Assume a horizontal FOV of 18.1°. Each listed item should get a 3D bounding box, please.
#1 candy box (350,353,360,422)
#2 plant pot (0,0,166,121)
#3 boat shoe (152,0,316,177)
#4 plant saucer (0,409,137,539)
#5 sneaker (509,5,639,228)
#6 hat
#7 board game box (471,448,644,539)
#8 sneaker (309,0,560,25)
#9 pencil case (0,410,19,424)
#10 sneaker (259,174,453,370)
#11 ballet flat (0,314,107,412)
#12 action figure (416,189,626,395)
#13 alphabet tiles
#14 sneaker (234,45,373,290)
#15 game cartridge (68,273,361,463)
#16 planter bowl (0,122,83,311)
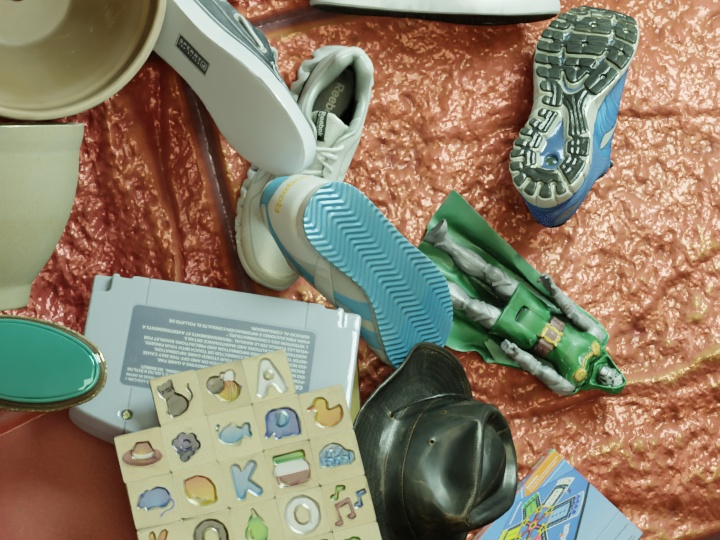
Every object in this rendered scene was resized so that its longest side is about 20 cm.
[{"bbox_3d":[-0.100,0.111,1.718,0.199,0.055,0.116,-2,87,-13],"label":"candy box"},{"bbox_3d":[-0.250,-0.210,1.681,0.200,0.093,0.202,-1,92,-16],"label":"plant pot"},{"bbox_3d":[-0.093,-0.155,1.713,0.200,0.072,0.068,45,44,17],"label":"boat shoe"},{"bbox_3d":[-0.181,0.160,1.612,0.199,0.037,0.200,-26,68,-20],"label":"plant saucer"},{"bbox_3d":[0.167,-0.122,1.791,0.078,0.089,0.200,16,64,15],"label":"sneaker"},{"bbox_3d":[0.070,0.155,1.686,0.081,0.200,0.201,4,84,31],"label":"hat"},{"bbox_3d":[0.123,0.249,1.778,0.103,0.019,0.200,43,79,-8],"label":"board game box"},{"bbox_3d":[0.062,-0.238,1.769,0.199,0.073,0.085,5,88,-11],"label":"sneaker"},{"bbox_3d":[-0.316,0.117,1.656,0.200,0.083,0.087,-43,109,-13],"label":"pencil case"},{"bbox_3d":[0.000,0.000,1.700,0.077,0.081,0.200,-48,126,-18],"label":"sneaker"},{"bbox_3d":[-0.274,0.067,1.596,0.199,0.065,0.071,7,73,4],"label":"ballet flat"},{"bbox_3d":[0.127,0.038,1.778,0.200,0.055,0.118,33,80,-11],"label":"action figure"},{"bbox_3d":[-0.076,0.162,1.576,0.166,0.006,0.201,-13,83,-11],"label":"alphabet tiles"},{"bbox_3d":[-0.041,-0.083,1.734,0.075,0.081,0.201,20,84,-13],"label":"sneaker"},{"bbox_3d":[-0.105,0.077,1.629,0.199,0.042,0.134,9,64,-3],"label":"game cartridge"},{"bbox_3d":[-0.298,-0.039,1.619,0.200,0.200,0.135,-1,95,-13],"label":"planter bowl"}]
